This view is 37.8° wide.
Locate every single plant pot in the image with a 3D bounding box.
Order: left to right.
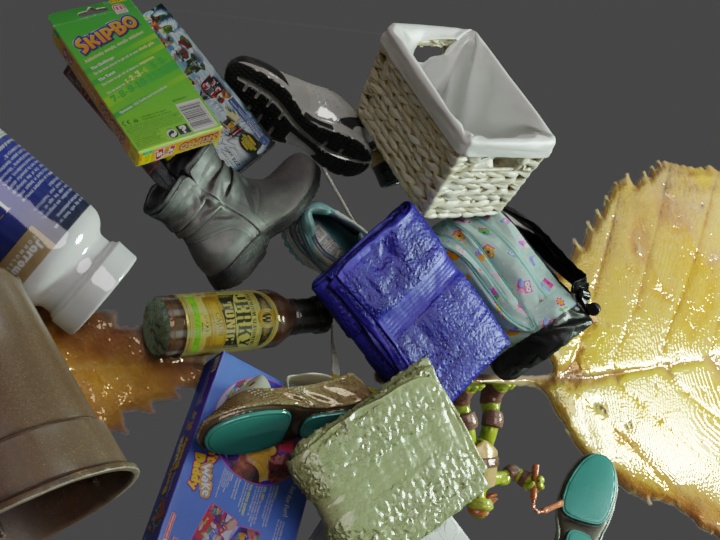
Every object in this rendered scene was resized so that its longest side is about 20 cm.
[{"bbox_3d":[-0.307,0.117,0.843,0.199,0.200,0.200,-16,72,-38],"label":"plant pot"}]

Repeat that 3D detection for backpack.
[{"bbox_3d":[0.158,0.019,1.223,0.126,0.167,0.201,-31,82,-36],"label":"backpack"}]

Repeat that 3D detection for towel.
[{"bbox_3d":[0.031,0.189,1.006,0.199,0.036,0.149,-30,93,-36],"label":"towel"},{"bbox_3d":[0.060,0.046,1.105,0.148,0.049,0.201,-42,104,-18],"label":"towel"}]

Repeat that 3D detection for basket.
[{"bbox_3d":[0.099,-0.166,1.180,0.134,0.124,0.201,-4,51,-34],"label":"basket"}]

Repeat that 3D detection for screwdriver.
[{"bbox_3d":[0.004,-0.032,1.215,0.201,0.028,0.029,59,22,-2],"label":"screwdriver"}]

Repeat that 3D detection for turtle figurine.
[{"bbox_3d":[0.141,0.207,1.177,0.198,0.064,0.163,3,86,-24],"label":"turtle figurine"}]

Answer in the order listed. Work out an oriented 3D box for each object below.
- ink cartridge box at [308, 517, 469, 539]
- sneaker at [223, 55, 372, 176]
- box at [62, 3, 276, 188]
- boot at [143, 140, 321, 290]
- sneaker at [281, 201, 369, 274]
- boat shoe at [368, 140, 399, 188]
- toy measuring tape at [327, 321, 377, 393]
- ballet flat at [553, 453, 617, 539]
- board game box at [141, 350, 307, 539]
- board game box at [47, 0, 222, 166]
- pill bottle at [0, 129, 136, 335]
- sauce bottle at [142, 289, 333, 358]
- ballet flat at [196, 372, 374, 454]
[{"bbox_3d":[0.020,0.299,1.044,0.200,0.044,0.177,-53,125,-33],"label":"ink cartridge box"},{"bbox_3d":[-0.072,-0.187,1.219,0.199,0.074,0.080,33,40,-24],"label":"sneaker"},{"bbox_3d":[-0.202,-0.174,1.132,0.200,0.040,0.137,50,52,-6],"label":"box"},{"bbox_3d":[-0.126,-0.090,1.087,0.132,0.069,0.201,54,48,-26],"label":"boot"},{"bbox_3d":[0.000,0.000,1.150,0.199,0.086,0.078,37,72,-7],"label":"sneaker"},{"bbox_3d":[0.097,-0.132,1.300,0.198,0.074,0.063,-5,77,-31],"label":"boat shoe"},{"bbox_3d":[0.001,0.121,1.115,0.073,0.073,0.202,9,67,-31],"label":"toy measuring tape"},{"bbox_3d":[0.249,0.305,1.215,0.067,0.064,0.201,20,53,4],"label":"ballet flat"},{"bbox_3d":[-0.116,0.199,1.020,0.134,0.045,0.201,30,56,-20],"label":"board game box"},{"bbox_3d":[-0.229,-0.195,1.054,0.095,0.030,0.201,-22,67,-31],"label":"board game box"},{"bbox_3d":[-0.309,-0.040,0.950,0.200,0.116,0.116,40,53,-12],"label":"pill bottle"},{"bbox_3d":[-0.120,0.050,1.073,0.198,0.065,0.065,-5,72,-35],"label":"sauce bottle"},{"bbox_3d":[-0.075,0.133,1.018,0.198,0.071,0.066,1,43,-35],"label":"ballet flat"}]
